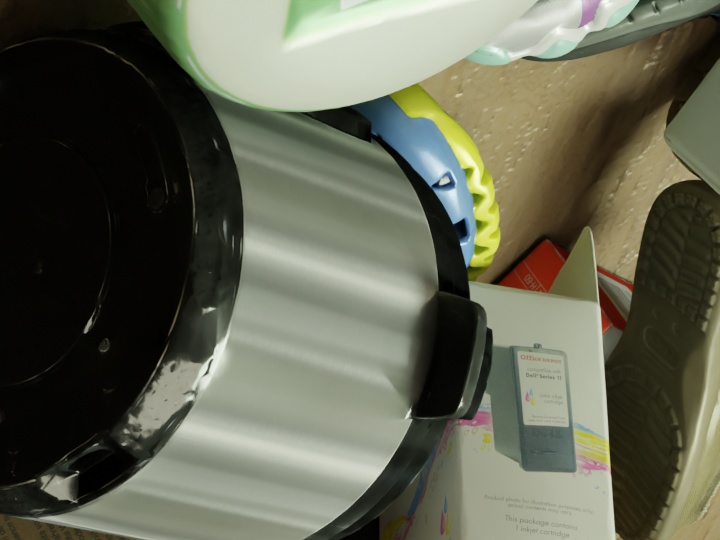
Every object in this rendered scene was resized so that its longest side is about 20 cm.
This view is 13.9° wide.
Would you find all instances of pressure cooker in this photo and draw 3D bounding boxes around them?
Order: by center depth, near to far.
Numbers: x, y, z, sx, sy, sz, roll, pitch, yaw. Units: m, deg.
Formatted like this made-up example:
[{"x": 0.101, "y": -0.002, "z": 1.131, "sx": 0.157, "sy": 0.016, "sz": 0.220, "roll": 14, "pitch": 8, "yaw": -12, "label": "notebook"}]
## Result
[{"x": -0.061, "y": 0.015, "z": 1.070, "sx": 0.179, "sy": 0.176, "sz": 0.200, "roll": -44, "pitch": 145, "yaw": 21, "label": "pressure cooker"}]

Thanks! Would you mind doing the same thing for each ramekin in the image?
[{"x": -0.005, "y": -0.146, "z": 0.971, "sx": 0.200, "sy": 0.098, "sz": 0.200, "roll": -25, "pitch": 148, "yaw": -17, "label": "ramekin"}]

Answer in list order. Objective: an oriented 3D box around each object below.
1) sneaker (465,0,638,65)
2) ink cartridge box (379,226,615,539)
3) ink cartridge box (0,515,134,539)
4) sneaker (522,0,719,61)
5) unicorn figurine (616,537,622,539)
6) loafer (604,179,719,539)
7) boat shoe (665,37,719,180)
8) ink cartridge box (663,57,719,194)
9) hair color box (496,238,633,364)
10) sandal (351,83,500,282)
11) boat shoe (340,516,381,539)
[{"x": 0.103, "y": -0.162, "z": 1.054, "sx": 0.200, "sy": 0.078, "sz": 0.140, "roll": -40, "pitch": 167, "yaw": -9, "label": "sneaker"}, {"x": 0.051, "y": 0.086, "z": 1.178, "sx": 0.067, "sy": 0.200, "sz": 0.117, "roll": 9, "pitch": 143, "yaw": -12, "label": "ink cartridge box"}, {"x": -0.108, "y": 0.128, "z": 1.155, "sx": 0.165, "sy": 0.200, "sz": 0.075, "roll": -25, "pitch": 149, "yaw": -13, "label": "ink cartridge box"}, {"x": 0.138, "y": -0.122, "z": 1.170, "sx": 0.200, "sy": 0.073, "sz": 0.082, "roll": -25, "pitch": 147, "yaw": -17, "label": "sneaker"}, {"x": 0.109, "y": 0.131, "z": 1.492, "sx": 0.137, "sy": 0.074, "sz": 0.200, "roll": -40, "pitch": 163, "yaw": 26, "label": "unicorn figurine"}, {"x": 0.152, "y": 0.044, "z": 1.305, "sx": 0.067, "sy": 0.076, "sz": 0.200, "roll": -13, "pitch": 136, "yaw": -29, "label": "loafer"}, {"x": 0.225, "y": -0.099, "z": 1.290, "sx": 0.200, "sy": 0.072, "sz": 0.068, "roll": -38, "pitch": 148, "yaw": 0, "label": "boat shoe"}, {"x": 0.239, "y": -0.067, "z": 1.201, "sx": 0.200, "sy": 0.083, "sz": 0.145, "roll": 16, "pitch": 114, "yaw": -52, "label": "ink cartridge box"}, {"x": 0.054, "y": 0.082, "z": 1.388, "sx": 0.200, "sy": 0.061, "sz": 0.102, "roll": -44, "pitch": 148, "yaw": 14, "label": "hair color box"}, {"x": 0.000, "y": 0.000, "z": 1.197, "sx": 0.087, "sy": 0.079, "sz": 0.200, "roll": -27, "pitch": 148, "yaw": -25, "label": "sandal"}, {"x": 0.005, "y": 0.132, "z": 1.240, "sx": 0.201, "sy": 0.074, "sz": 0.063, "roll": 10, "pitch": 176, "yaw": -17, "label": "boat shoe"}]
